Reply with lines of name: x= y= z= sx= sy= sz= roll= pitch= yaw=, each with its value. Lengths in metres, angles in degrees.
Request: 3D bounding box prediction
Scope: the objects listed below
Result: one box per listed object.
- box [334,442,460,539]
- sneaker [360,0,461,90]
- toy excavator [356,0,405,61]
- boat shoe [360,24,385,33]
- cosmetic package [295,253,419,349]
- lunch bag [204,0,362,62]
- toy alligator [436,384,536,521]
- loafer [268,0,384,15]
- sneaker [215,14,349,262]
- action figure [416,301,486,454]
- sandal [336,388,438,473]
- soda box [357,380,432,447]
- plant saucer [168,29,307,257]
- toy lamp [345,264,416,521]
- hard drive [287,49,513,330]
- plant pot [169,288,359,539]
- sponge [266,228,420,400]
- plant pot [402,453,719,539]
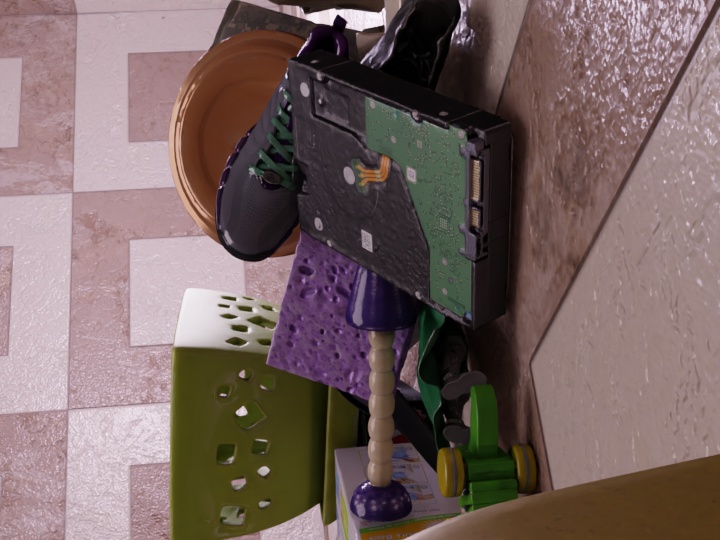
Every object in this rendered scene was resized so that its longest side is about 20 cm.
box: x=0.037 y=0.239 z=0.924 sx=0.200 sy=0.099 sz=0.115 roll=-117 pitch=24 yaw=-75
sneaker: x=0.024 y=-0.139 z=0.818 sx=0.200 sy=0.059 sz=0.105 roll=-57 pitch=9 yaw=50
toy excavator: x=0.011 y=-0.292 z=0.908 sx=0.200 sy=0.099 sz=0.197 roll=48 pitch=126 yaw=44
boat shoe: x=0.033 y=-0.116 z=0.963 sx=0.072 sy=0.059 sz=0.206 roll=-166 pitch=73 yaw=-82
cosmetic package: x=0.005 y=0.009 z=1.006 sx=0.113 sy=0.081 sz=0.200 roll=51 pitch=177 yaw=-11
lunch bag: x=-0.054 y=-0.158 z=1.086 sx=0.119 sy=0.162 sz=0.200 roll=-66 pitch=-20 yaw=-15
toy alligator: x=0.082 y=0.175 z=0.677 sx=0.054 sy=0.058 sz=0.204 roll=109 pitch=157 yaw=-74
loafer: x=-0.034 y=-0.279 z=1.020 sx=0.068 sy=0.199 sz=0.077 roll=-34 pitch=72 yaw=32
sneaker: x=-0.062 y=-0.108 z=0.857 sx=0.088 sy=0.073 sz=0.203 roll=109 pitch=-178 yaw=-68
action figure: x=0.065 y=0.062 z=0.803 sx=0.200 sy=0.054 sz=0.120 roll=-91 pitch=-2 yaw=-71
sandal: x=0.006 y=0.104 z=0.938 sx=0.201 sy=0.043 sz=0.076 roll=49 pitch=178 yaw=25
soda box: x=0.025 y=0.154 z=1.121 sx=0.200 sy=0.069 sz=0.065 roll=-176 pitch=83 yaw=-83
plant saucer: x=-0.089 y=-0.112 z=0.970 sx=0.032 sy=0.197 sz=0.204 roll=-13 pitch=-79 yaw=-66
toy lamp: x=0.016 y=0.091 z=0.842 sx=0.058 sy=0.057 sz=0.204 roll=-123 pitch=32 yaw=-77
hard drive: x=0.023 y=-0.062 z=0.750 sx=0.199 sy=0.037 sz=0.142 roll=30 pitch=133 yaw=45
plant pot: x=-0.095 y=0.139 z=1.083 sx=0.200 sy=0.178 sz=0.203 roll=-111 pitch=23 yaw=-73
sponge: x=0.000 y=0.000 z=0.874 sx=0.030 sy=0.110 sz=0.203 roll=-31 pitch=-42 yaw=-71
plant pot: x=0.057 y=0.183 z=0.291 sx=0.196 sy=0.196 sz=0.198 roll=-115 pitch=23 yaw=-71
